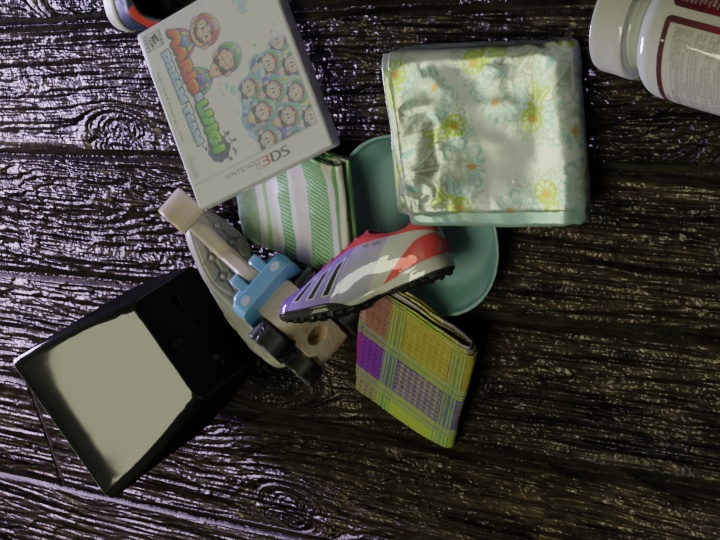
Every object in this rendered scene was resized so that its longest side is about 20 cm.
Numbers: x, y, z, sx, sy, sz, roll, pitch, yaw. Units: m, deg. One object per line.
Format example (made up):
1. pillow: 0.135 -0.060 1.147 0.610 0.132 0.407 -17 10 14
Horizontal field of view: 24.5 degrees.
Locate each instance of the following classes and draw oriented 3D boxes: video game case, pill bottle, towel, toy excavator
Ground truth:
1. video game case: -0.129 -0.188 1.713 0.181 0.024 0.201 -23 85 31
2. pill bottle: 0.295 -0.183 1.352 0.199 0.109 0.110 21 127 31
3. towel: 0.057 0.099 1.762 0.143 0.023 0.201 34 146 20
4. towel: 0.117 -0.127 1.552 0.199 0.048 0.172 2 109 29
5. towel: -0.073 -0.074 1.768 0.199 0.023 0.154 23 130 45
6. toy excavator: -0.116 0.010 1.799 0.200 0.100 0.194 37 175 40

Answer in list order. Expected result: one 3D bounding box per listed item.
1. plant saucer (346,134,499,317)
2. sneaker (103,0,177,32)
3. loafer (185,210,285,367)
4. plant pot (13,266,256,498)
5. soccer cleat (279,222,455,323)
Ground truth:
1. plant saucer: 0.065 -0.050 1.684 0.199 0.036 0.201 21 128 30
2. sneaker: -0.241 -0.346 1.745 0.084 0.075 0.201 10 131 38
3. loafer: -0.138 0.024 1.877 0.201 0.070 0.070 59 156 -7
4. plant pot: -0.243 0.111 1.948 0.177 0.200 0.200 -35 90 33
5. soccer cleat: 0.000 0.000 1.677 0.199 0.068 0.074 -21 82 27
